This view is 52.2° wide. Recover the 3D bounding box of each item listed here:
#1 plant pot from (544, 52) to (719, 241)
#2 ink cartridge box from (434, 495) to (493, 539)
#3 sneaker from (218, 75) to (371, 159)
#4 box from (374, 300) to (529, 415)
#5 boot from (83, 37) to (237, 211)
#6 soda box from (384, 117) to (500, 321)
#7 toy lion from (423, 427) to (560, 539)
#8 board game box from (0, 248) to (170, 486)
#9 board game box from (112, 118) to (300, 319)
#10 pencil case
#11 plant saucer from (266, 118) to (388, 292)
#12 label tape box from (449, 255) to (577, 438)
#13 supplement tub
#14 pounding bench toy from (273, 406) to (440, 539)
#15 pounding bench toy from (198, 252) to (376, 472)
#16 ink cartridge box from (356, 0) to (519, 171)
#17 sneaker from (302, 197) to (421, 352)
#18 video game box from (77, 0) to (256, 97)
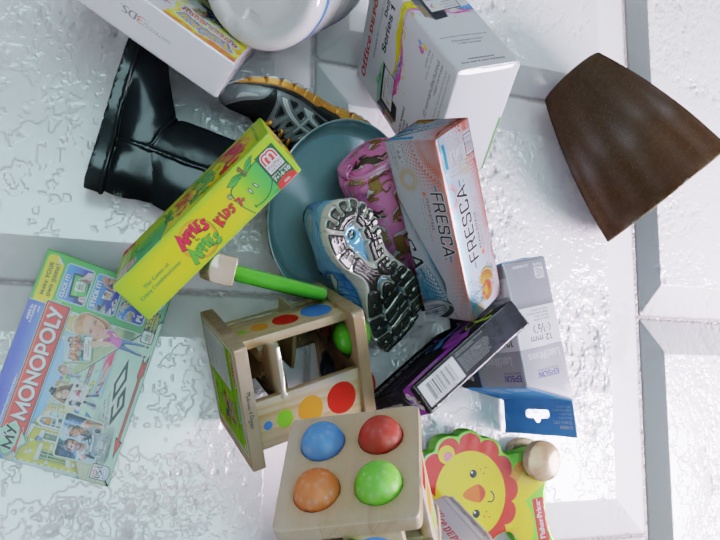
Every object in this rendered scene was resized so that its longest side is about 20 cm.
[{"bbox_3d":[0.339,-0.177,0.969,0.185,0.187,0.202,-34,80,-22],"label":"plant pot"},{"bbox_3d":[0.039,0.328,0.758,0.196,0.145,0.087,-22,98,-10],"label":"ink cartridge box"},{"bbox_3d":[-0.073,-0.160,0.830,0.196,0.078,0.079,17,86,-32],"label":"sneaker"},{"bbox_3d":[0.082,0.106,0.798,0.142,0.200,0.036,-38,87,-22],"label":"box"},{"bbox_3d":[-0.189,-0.152,0.791,0.164,0.076,0.206,17,76,-20],"label":"boot"},{"bbox_3d":[0.089,-0.052,0.767,0.063,0.067,0.205,-35,120,-40],"label":"soda box"},{"bbox_3d":[0.151,0.290,0.880,0.186,0.069,0.206,-9,86,-16],"label":"toy lion"},{"bbox_3d":[-0.285,0.098,0.743,0.132,0.029,0.205,20,75,-19],"label":"board game box"},{"bbox_3d":[-0.149,-0.054,0.712,0.200,0.102,0.048,-44,111,4],"label":"board game box"},{"bbox_3d":[0.043,-0.051,0.828,0.203,0.081,0.087,65,36,-32],"label":"pencil case"},{"bbox_3d":[-0.027,-0.069,0.834,0.196,0.027,0.206,-14,113,-36],"label":"plant saucer"},{"bbox_3d":[0.171,0.097,0.865,0.064,0.143,0.206,-7,85,-23],"label":"label tape box"},{"bbox_3d":[-0.071,-0.318,0.783,0.132,0.131,0.201,48,29,-9],"label":"supplement tub"},{"bbox_3d":[0.001,0.237,0.624,0.121,0.202,0.159,-8,121,8],"label":"pounding bench toy"},{"bbox_3d":[-0.071,0.063,0.749,0.152,0.124,0.206,-15,109,-23],"label":"pounding bench toy"},{"bbox_3d":[0.077,-0.227,0.829,0.082,0.147,0.202,-13,54,-22],"label":"ink cartridge box"},{"bbox_3d":[0.000,0.000,0.800,0.078,0.089,0.203,-40,124,-21],"label":"sneaker"},{"bbox_3d":[-0.202,-0.275,0.756,0.198,0.047,0.184,33,27,-13],"label":"video game box"}]
